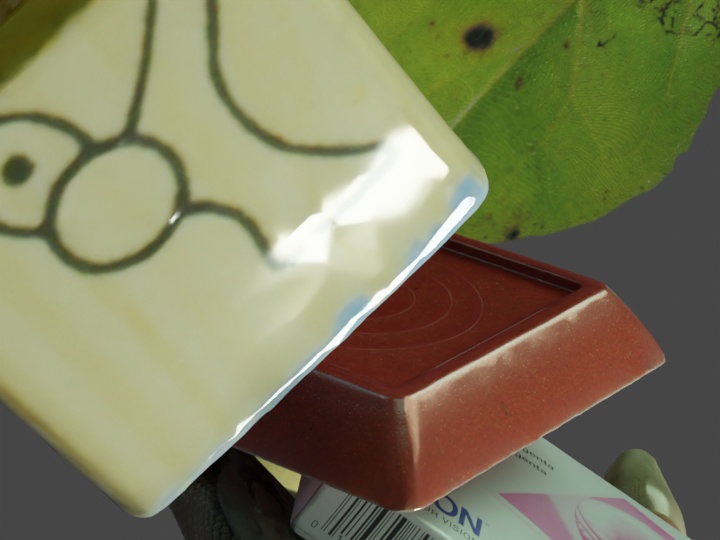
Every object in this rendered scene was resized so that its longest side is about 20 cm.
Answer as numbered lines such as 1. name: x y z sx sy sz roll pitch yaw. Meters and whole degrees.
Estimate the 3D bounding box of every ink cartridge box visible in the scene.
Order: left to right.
1. ink cartridge box: 0.069 0.104 1.227 0.196 0.043 0.200 34 23 -9

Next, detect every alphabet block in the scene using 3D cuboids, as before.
1. alphabet block: -0.105 -0.066 1.080 0.196 0.195 0.200 44 -3 46

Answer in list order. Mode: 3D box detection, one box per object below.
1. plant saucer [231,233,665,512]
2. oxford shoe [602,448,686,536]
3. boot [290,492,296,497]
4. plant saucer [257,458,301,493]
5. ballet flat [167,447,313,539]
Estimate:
1. plant saucer: -0.004 0.021 1.198 0.199 0.037 0.199 20 27 31
2. oxford shoe: 0.132 0.175 1.425 0.075 0.070 0.201 -80 179 -50
3. boot: -0.052 0.084 1.521 0.146 0.070 0.200 50 5 -4
4. plant saucer: -0.072 0.023 1.394 0.199 0.049 0.200 25 21 -40
5. ballet flat: -0.062 0.092 1.172 0.067 0.046 0.200 31 14 -40
